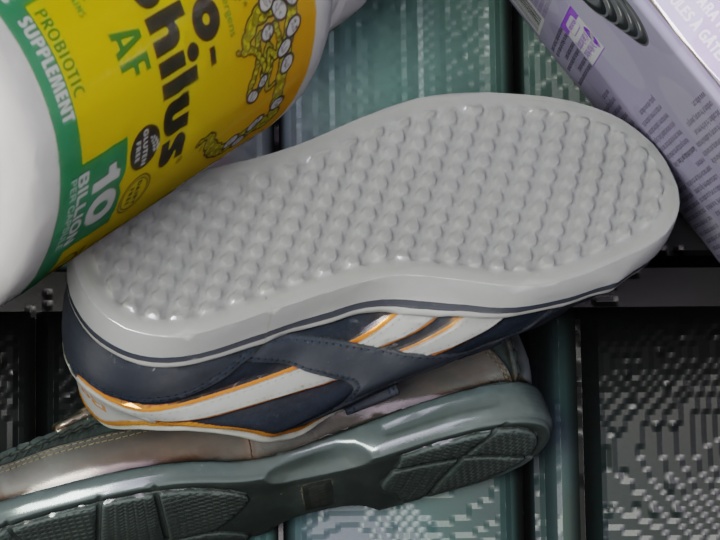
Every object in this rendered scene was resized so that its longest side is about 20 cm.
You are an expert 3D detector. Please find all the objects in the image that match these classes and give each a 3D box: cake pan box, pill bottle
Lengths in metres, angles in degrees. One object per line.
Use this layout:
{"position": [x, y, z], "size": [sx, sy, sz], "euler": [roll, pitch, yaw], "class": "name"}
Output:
{"position": [0.112, -0.057, 0.840], "size": [0.052, 0.200, 0.185], "euler": [-37, 86, -3], "class": "cake pan box"}
{"position": [-0.078, -0.073, 0.769], "size": [0.113, 0.113, 0.200], "euler": [49, 42, 4], "class": "pill bottle"}

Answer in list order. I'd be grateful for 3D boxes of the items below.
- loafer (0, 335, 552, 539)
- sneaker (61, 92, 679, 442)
{"position": [-0.039, 0.052, 0.890], "size": [0.199, 0.072, 0.063], "euler": [-10, 64, -12], "class": "loafer"}
{"position": [0.000, 0.000, 0.845], "size": [0.199, 0.080, 0.079], "euler": [-10, 59, -20], "class": "sneaker"}
